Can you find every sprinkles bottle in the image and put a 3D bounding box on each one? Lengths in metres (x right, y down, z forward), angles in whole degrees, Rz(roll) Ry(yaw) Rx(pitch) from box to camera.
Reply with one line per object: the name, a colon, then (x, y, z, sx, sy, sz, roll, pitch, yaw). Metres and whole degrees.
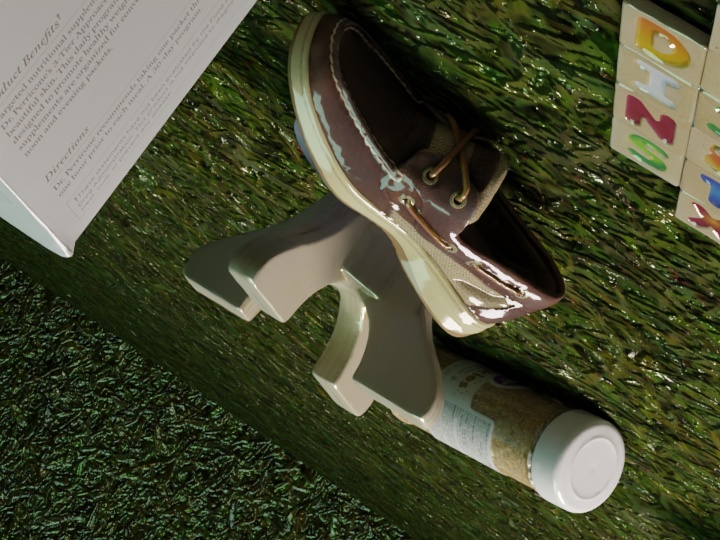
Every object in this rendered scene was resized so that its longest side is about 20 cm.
sprinkles bottle: (0.102, 0.111, 1.220, 0.199, 0.068, 0.068, 23, 164, 50)

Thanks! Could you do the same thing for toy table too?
toy table: (0.000, 0.000, 0.938, 0.183, 0.117, 0.200, 26, 165, 42)

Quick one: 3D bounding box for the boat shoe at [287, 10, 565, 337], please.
boat shoe: (0.038, -0.047, 0.791, 0.071, 0.072, 0.201, -10, 131, 32)

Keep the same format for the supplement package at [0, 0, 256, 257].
supplement package: (-0.102, -0.148, 0.409, 0.146, 0.192, 0.200, 31, 168, 22)

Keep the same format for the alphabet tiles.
alphabet tiles: (0.162, -0.028, 0.597, 0.166, 0.006, 0.200, 34, 169, 15)
